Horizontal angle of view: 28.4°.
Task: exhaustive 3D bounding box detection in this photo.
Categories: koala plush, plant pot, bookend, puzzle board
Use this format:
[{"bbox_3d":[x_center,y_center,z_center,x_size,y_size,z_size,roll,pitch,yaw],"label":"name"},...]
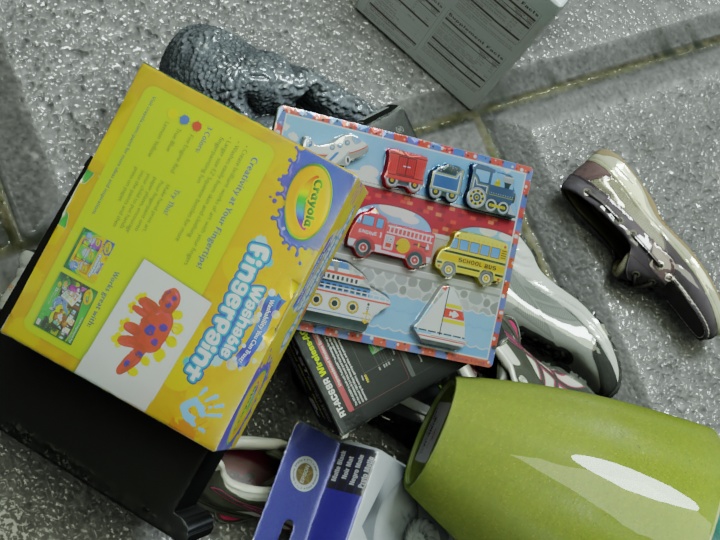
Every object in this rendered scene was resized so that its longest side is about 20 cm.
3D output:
[{"bbox_3d":[-0.107,-0.074,1.139,0.183,0.177,0.201,26,88,-41],"label":"koala plush"},{"bbox_3d":[0.140,0.164,1.075,0.199,0.187,0.188,24,66,-5],"label":"plant pot"},{"bbox_3d":[-0.152,0.057,1.032,0.198,0.092,0.201,29,89,8],"label":"bookend"},{"bbox_3d":[0.020,-0.022,1.022,0.198,0.017,0.152,12,88,-16],"label":"puzzle board"}]

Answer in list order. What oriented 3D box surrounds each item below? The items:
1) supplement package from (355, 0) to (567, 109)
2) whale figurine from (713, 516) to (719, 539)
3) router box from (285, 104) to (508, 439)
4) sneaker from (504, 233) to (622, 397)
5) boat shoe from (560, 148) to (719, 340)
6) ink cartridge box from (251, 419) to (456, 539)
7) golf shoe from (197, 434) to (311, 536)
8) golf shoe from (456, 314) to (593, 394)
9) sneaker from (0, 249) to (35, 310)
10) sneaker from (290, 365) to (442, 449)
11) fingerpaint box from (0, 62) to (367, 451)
[{"bbox_3d":[0.120,-0.280,1.266,0.150,0.200,0.152,41,64,-1],"label":"supplement package"},{"bbox_3d":[0.355,0.243,1.215,0.159,0.104,0.201,-33,84,-25],"label":"whale figurine"},{"bbox_3d":[0.000,0.000,1.058,0.149,0.062,0.201,-28,100,-15],"label":"router box"},{"bbox_3d":[0.147,0.040,1.243,0.079,0.074,0.200,-43,83,-14],"label":"sneaker"},{"bbox_3d":[0.255,-0.014,1.294,0.065,0.072,0.201,-34,87,-13],"label":"boat shoe"},{"bbox_3d":[0.000,0.243,1.086,0.199,0.040,0.201,33,67,-33],"label":"ink cartridge box"},{"bbox_3d":[-0.045,0.173,1.121,0.198,0.088,0.078,10,67,-16],"label":"golf shoe"},{"bbox_3d":[0.131,0.105,1.177,0.200,0.077,0.088,45,23,-5],"label":"golf shoe"},{"bbox_3d":[-0.198,0.067,1.126,0.199,0.074,0.080,31,80,-1],"label":"sneaker"},{"bbox_3d":[0.038,0.091,1.184,0.199,0.072,0.083,27,65,-7],"label":"sneaker"},{"bbox_3d":[-0.114,-0.007,0.951,0.166,0.073,0.201,27,88,7],"label":"fingerpaint box"}]
